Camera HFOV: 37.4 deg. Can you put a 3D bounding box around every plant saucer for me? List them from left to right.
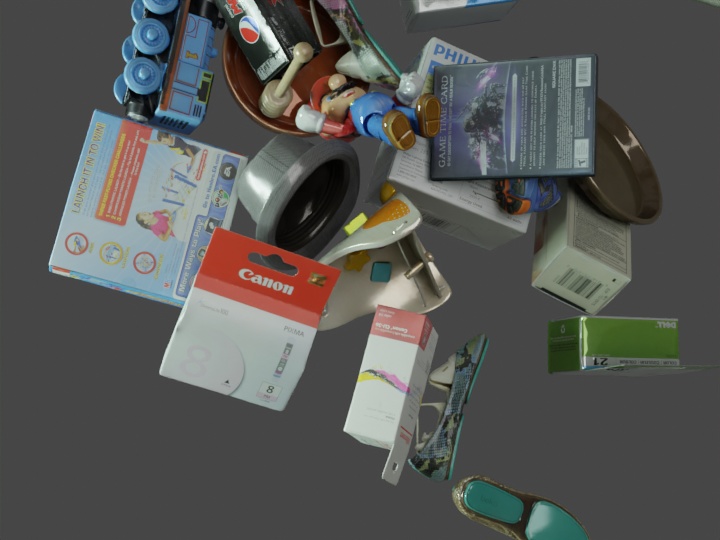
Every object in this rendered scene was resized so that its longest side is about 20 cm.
[{"bbox_3d":[-0.084,-0.271,1.392,0.199,0.032,0.202,3,81,-16],"label":"plant saucer"},{"bbox_3d":[0.320,-0.143,1.380,0.199,0.029,0.201,27,46,-32],"label":"plant saucer"}]

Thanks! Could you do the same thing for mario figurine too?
[{"bbox_3d":[0.001,-0.204,1.292,0.123,0.200,0.107,12,94,-41],"label":"mario figurine"}]

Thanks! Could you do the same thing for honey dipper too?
[{"bbox_3d":[-0.087,-0.226,1.263,0.038,0.200,0.038,2,82,-15],"label":"honey dipper"}]

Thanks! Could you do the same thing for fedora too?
[{"bbox_3d":[-0.086,-0.098,1.307,0.090,0.200,0.177,37,87,19],"label":"fedora"}]

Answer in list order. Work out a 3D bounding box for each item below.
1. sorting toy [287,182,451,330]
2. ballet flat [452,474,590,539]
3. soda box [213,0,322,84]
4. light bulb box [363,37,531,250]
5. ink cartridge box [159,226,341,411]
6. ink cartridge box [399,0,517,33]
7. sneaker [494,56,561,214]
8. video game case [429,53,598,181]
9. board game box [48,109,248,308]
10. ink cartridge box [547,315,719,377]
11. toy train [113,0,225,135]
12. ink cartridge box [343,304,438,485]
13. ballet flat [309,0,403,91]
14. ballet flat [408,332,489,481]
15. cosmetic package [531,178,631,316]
[{"bbox_3d":[0.000,0.000,1.319,0.180,0.200,0.107,-33,58,-3],"label":"sorting toy"},{"bbox_3d":[0.204,0.315,1.370,0.199,0.065,0.071,31,76,-12],"label":"ballet flat"},{"bbox_3d":[-0.134,-0.338,1.328,0.071,0.063,0.201,-31,91,-46],"label":"soda box"},{"bbox_3d":[0.133,-0.160,1.389,0.197,0.125,0.201,21,76,-12],"label":"light bulb box"},{"bbox_3d":[-0.132,0.064,1.258,0.162,0.201,0.057,19,36,-12],"label":"ink cartridge box"},{"bbox_3d":[0.118,-0.438,1.440,0.146,0.086,0.201,-10,83,-10],"label":"ink cartridge box"},{"bbox_3d":[0.213,-0.165,1.319,0.078,0.075,0.201,6,85,-30],"label":"sneaker"},{"bbox_3d":[0.181,-0.180,1.268,0.199,0.019,0.144,0,84,23],"label":"video game case"},{"bbox_3d":[-0.257,-0.069,1.300,0.195,0.056,0.201,17,78,-13],"label":"board game box"},{"bbox_3d":[0.351,0.095,1.373,0.147,0.200,0.076,3,81,-16],"label":"ink cartridge box"},{"bbox_3d":[-0.235,-0.271,1.325,0.114,0.087,0.201,15,76,-23],"label":"toy train"},{"bbox_3d":[0.035,0.156,1.311,0.067,0.117,0.201,12,76,15],"label":"ink cartridge box"},{"bbox_3d":[-0.014,-0.300,1.371,0.071,0.069,0.201,-33,83,10],"label":"ballet flat"},{"bbox_3d":[0.110,0.168,1.367,0.074,0.074,0.201,21,73,-12],"label":"ballet flat"},{"bbox_3d":[0.289,-0.054,1.390,0.103,0.087,0.201,26,45,-11],"label":"cosmetic package"}]
